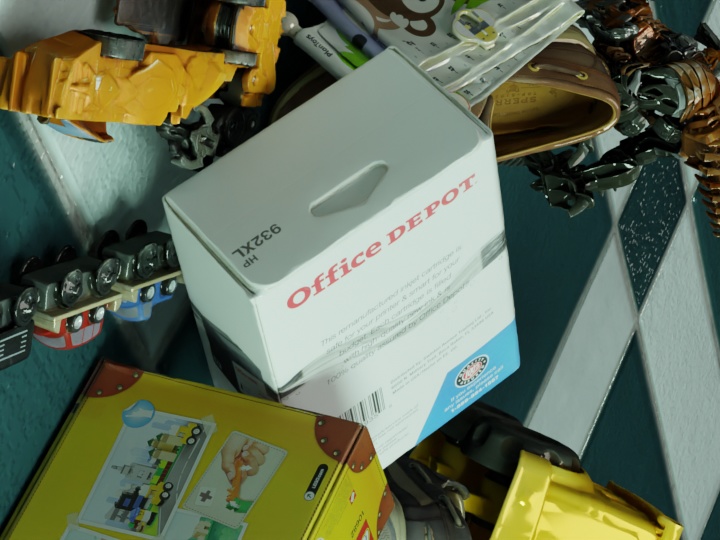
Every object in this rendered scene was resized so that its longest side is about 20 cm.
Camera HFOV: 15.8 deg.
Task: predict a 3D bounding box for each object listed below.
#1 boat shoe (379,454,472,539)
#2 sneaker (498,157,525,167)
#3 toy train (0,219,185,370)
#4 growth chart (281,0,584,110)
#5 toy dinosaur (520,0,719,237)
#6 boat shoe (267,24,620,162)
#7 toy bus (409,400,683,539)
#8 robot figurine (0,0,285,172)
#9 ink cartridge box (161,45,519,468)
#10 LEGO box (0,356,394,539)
[{"bbox_3d":[0.023,0.147,1.496,0.200,0.073,0.075,-114,-145,-75],"label":"boat shoe"},{"bbox_3d":[0.087,-0.158,1.596,0.200,0.070,0.093,77,27,-49],"label":"sneaker"},{"bbox_3d":[-0.135,0.015,1.210,0.200,0.034,0.046,-24,127,-61],"label":"toy train"},{"bbox_3d":[0.043,-0.150,1.412,0.200,0.145,0.018,-46,167,-37],"label":"growth chart"},{"bbox_3d":[0.167,-0.098,1.532,0.200,0.136,0.102,-127,-159,-60],"label":"toy dinosaur"},{"bbox_3d":[0.050,-0.088,1.417,0.200,0.068,0.072,-12,128,-20],"label":"boat shoe"},{"bbox_3d":[0.122,0.169,1.595,0.200,0.192,0.136,-148,-104,-74],"label":"toy bus"},{"bbox_3d":[-0.095,-0.119,1.205,0.200,0.058,0.145,-4,105,-65],"label":"robot figurine"},{"bbox_3d":[-0.005,0.008,1.299,0.145,0.084,0.200,-34,147,-17],"label":"ink cartridge box"},{"bbox_3d":[-0.094,0.154,1.228,0.200,0.149,0.077,-63,153,-30],"label":"LEGO box"}]
